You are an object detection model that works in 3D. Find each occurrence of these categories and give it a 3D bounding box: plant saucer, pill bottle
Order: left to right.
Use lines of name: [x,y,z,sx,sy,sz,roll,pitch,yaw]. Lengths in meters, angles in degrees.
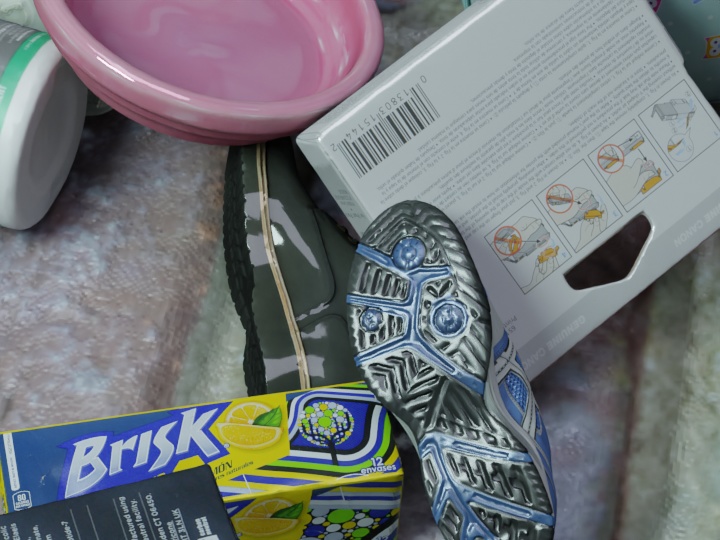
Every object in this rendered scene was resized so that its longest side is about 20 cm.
pill bottle: [-0.265,-0.102,1.407,0.200,0.113,0.113,16,52,10]
plant saucer: [-0.088,-0.138,1.382,0.200,0.051,0.201,13,43,-12]

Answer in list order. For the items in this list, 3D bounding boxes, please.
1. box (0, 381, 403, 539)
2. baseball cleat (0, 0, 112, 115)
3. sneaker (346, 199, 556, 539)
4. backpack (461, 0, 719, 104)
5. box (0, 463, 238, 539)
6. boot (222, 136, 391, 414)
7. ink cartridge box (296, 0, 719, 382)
box: [-0.082,0.112,1.270,0.200,0.070,0.064,-8,51,-10]
baseball cleat: [-0.220,-0.164,1.489,0.200,0.070,0.106,29,29,0]
sneaker: [0.048,0.062,1.276,0.076,0.077,0.200,-18,83,12]
backpack: [0.153,-0.186,1.460,0.200,0.176,0.153,-1,51,8]
box: [-0.142,0.209,1.105,0.196,0.200,0.124,-14,51,-15]
boot: [0.000,0.000,1.375,0.138,0.077,0.200,-3,63,-12]
ink cartridge box: [0.094,-0.058,1.341,0.200,0.045,0.176,-38,101,-15]
